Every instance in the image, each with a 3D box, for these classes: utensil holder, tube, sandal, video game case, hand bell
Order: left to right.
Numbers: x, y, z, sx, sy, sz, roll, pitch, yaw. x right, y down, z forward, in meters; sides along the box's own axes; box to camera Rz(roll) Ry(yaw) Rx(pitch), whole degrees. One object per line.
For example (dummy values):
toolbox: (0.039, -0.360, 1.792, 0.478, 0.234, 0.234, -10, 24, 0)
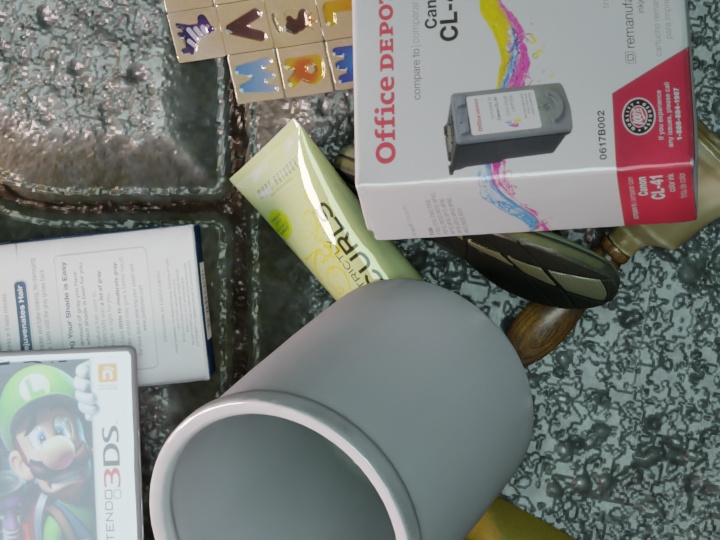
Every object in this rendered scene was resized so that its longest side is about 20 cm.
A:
video game case: (-0.233, 0.141, 1.488, 0.198, 0.023, 0.183, -2, 89, 0)
utensil holder: (-0.003, 0.114, 1.444, 0.169, 0.200, 0.171, 11, 117, 24)
tube: (0.000, 0.000, 1.541, 0.058, 0.052, 0.200, -39, 91, 1)
sandal: (0.074, -0.040, 1.508, 0.200, 0.080, 0.057, 29, 71, 21)
hand bell: (0.155, -0.008, 1.534, 0.104, 0.104, 0.200, 43, 102, -1)

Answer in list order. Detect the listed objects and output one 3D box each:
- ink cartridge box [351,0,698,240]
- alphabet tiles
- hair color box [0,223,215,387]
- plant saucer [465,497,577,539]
ink cartridge box: (0.097, -0.103, 1.438, 0.198, 0.086, 0.149, -4, 69, 6)
alphabet tiles: (-0.033, -0.192, 1.519, 0.199, 0.006, 0.168, -7, 108, 17)
hair color box: (-0.196, 0.029, 1.538, 0.198, 0.061, 0.101, -6, 91, 0)
plant saucer: (0.120, 0.276, 1.550, 0.199, 0.048, 0.201, 28, 91, 0)
